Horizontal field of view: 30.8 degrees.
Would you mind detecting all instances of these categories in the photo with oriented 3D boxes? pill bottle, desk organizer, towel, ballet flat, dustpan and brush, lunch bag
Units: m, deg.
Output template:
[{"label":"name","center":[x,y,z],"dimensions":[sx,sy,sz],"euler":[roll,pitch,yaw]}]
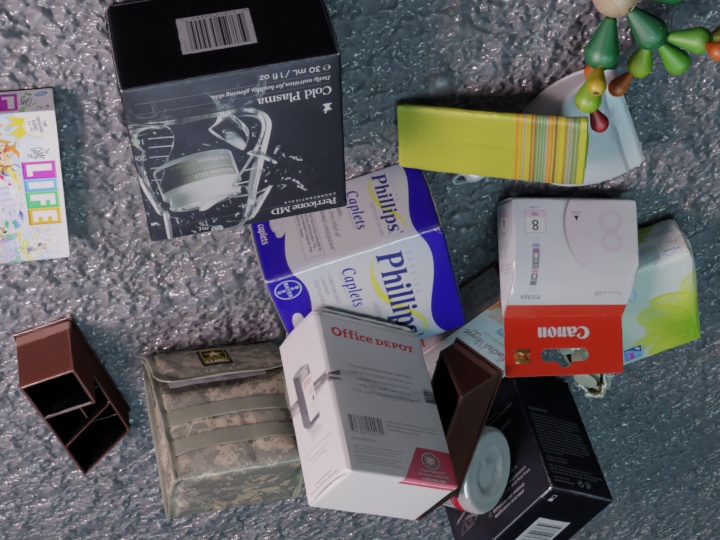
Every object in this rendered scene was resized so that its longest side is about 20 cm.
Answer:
[{"label":"pill bottle","center":[0.084,0.240,1.687],"dimensions":[0.199,0.111,0.111],"euler":[8,155,37]},{"label":"desk organizer","center":[-0.331,0.150,1.527],"dimensions":[0.071,0.077,0.201],"euler":[-18,140,1]},{"label":"towel","center":[0.137,-0.134,1.362],"dimensions":[0.198,0.018,0.086],"euler":[6,135,10]},{"label":"ballet flat","center":[0.266,0.088,1.586],"dimensions":[0.071,0.072,0.200],"euler":[-26,132,11]},{"label":"dustpan and brush","center":[0.194,-0.132,1.419],"dimensions":[0.199,0.057,0.140],"euler":[-28,126,1]},{"label":"desk organizer","center":[0.091,0.187,1.520],"dimensions":[0.077,0.072,0.201],"euler":[-24,140,-44]},{"label":"lunch bag","center":[-0.160,0.166,1.513],"dimensions":[0.163,0.201,0.118],"euler":[-6,144,-18]}]

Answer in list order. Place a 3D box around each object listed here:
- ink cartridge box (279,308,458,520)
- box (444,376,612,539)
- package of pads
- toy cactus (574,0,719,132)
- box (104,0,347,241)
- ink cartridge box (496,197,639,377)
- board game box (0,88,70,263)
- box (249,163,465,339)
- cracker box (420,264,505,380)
[{"label":"ink cartridge box","center":[0.005,0.153,1.392],"dimensions":[0.145,0.201,0.085],"euler":[15,137,-33]},{"label":"box","center":[0.210,0.273,1.759],"dimensions":[0.117,0.201,0.197],"euler":[16,131,-32]},{"label":"package of pads","center":[0.347,0.035,1.642],"dimensions":[0.154,0.068,0.200],"euler":[-20,140,4]},{"label":"toy cactus","center":[0.272,-0.242,1.286],"dimensions":[0.200,0.103,0.165],"euler":[-39,120,19]},{"label":"box","center":[-0.122,-0.151,1.230],"dimensions":[0.199,0.124,0.197],"euler":[-11,141,-7]},{"label":"ink cartridge box","center":[0.241,0.018,1.501],"dimensions":[0.161,0.202,0.057],"euler":[0,171,-19]},{"label":"board game box","center":[-0.360,-0.087,1.283],"dimensions":[0.133,0.034,0.201],"euler":[-7,139,-13]},{"label":"box","center":[0.000,0.000,1.453],"dimensions":[0.199,0.105,0.184],"euler":[-18,140,1]},{"label":"cracker box","center":[0.135,0.092,1.640],"dimensions":[0.200,0.058,0.134],"euler":[-36,136,22]}]
